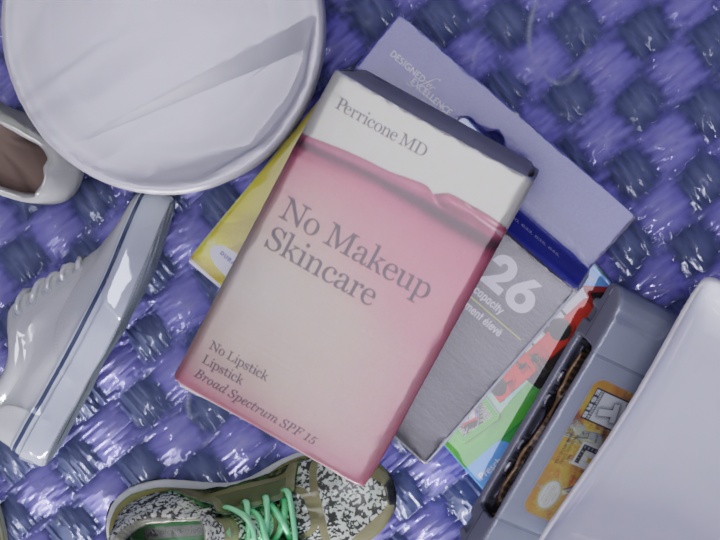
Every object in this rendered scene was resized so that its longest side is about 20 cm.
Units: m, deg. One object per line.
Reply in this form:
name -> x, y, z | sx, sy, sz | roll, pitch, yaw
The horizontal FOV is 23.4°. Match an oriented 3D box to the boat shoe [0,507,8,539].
boat shoe -> -0.275, 0.225, 1.147 | 0.074, 0.066, 0.201 | 1, 96, 5

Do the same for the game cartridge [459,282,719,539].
game cartridge -> 0.159, 0.119, 1.083 | 0.133, 0.042, 0.201 | 25, 101, -20

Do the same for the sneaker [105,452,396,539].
sneaker -> -0.074, 0.166, 1.111 | 0.199, 0.089, 0.077 | -12, 94, 6

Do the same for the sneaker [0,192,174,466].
sneaker -> -0.188, 0.029, 1.117 | 0.071, 0.073, 0.201 | 30, 98, -1

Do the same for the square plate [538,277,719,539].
square plate -> 0.228, 0.122, 1.073 | 0.199, 0.028, 0.199 | 26, 101, -25

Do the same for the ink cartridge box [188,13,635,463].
ink cartridge box -> 0.031, -0.019, 1.069 | 0.197, 0.047, 0.200 | 40, 101, 3

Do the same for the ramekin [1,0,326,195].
ramekin -> -0.115, -0.150, 1.082 | 0.201, 0.094, 0.204 | 0, 95, 5

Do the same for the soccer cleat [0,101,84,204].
soccer cleat -> -0.271, -0.097, 1.110 | 0.199, 0.078, 0.070 | 22, 97, 3

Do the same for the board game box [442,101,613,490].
board game box -> 0.070, 0.017, 1.109 | 0.151, 0.037, 0.200 | -42, 90, 8

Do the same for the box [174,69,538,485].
box -> 0.000, 0.000, 0.999 | 0.127, 0.109, 0.201 | 28, 99, 3
